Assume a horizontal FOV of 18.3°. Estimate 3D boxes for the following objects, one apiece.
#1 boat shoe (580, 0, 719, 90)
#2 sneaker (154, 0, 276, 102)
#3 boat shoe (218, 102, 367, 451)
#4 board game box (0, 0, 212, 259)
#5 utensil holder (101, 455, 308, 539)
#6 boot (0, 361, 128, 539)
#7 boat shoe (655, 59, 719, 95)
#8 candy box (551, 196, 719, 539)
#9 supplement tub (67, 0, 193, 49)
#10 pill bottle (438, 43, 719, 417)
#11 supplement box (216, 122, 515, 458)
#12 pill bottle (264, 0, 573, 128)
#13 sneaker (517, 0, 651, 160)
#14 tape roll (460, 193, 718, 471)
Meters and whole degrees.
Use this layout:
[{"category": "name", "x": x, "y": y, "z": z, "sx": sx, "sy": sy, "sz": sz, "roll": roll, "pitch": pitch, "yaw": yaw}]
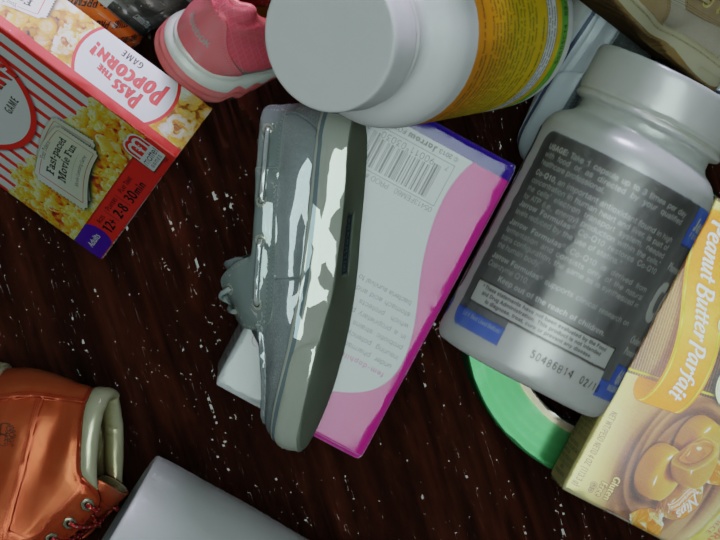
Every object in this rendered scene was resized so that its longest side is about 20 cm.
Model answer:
[{"category": "boat shoe", "x": 0.167, "y": -0.173, "z": 1.295, "sx": 0.074, "sy": 0.200, "sz": 0.069, "roll": 36, "pitch": 95, "yaw": 36}, {"category": "sneaker", "x": -0.024, "y": -0.156, "z": 1.324, "sx": 0.200, "sy": 0.087, "sz": 0.074, "roll": -23, "pitch": 77, "yaw": -40}, {"category": "boat shoe", "x": -0.043, "y": 0.001, "z": 1.291, "sx": 0.071, "sy": 0.070, "sz": 0.202, "roll": 9, "pitch": 94, "yaw": 14}, {"category": "board game box", "x": -0.201, "y": -0.109, "z": 1.325, "sx": 0.200, "sy": 0.152, "sz": 0.046, "roll": 36, "pitch": 57, "yaw": -5}, {"category": "utensil holder", "x": -0.078, "y": 0.228, "z": 1.350, "sx": 0.200, "sy": 0.170, "sz": 0.170, "roll": 32, "pitch": 92, "yaw": -4}, {"category": "boot", "x": -0.197, "y": 0.160, "z": 1.371, "sx": 0.107, "sy": 0.075, "sz": 0.201, "roll": 5, "pitch": 94, "yaw": 12}, {"category": "boat shoe", "x": 0.281, "y": -0.114, "z": 1.392, "sx": 0.199, "sy": 0.074, "sz": 0.067, "roll": 7, "pitch": 97, "yaw": -4}, {"category": "candy box", "x": 0.215, "y": 0.068, "z": 1.364, "sx": 0.115, "sy": 0.055, "sz": 0.200, "roll": 28, "pitch": 91, "yaw": -6}, {"category": "supplement tub", "x": -0.114, "y": -0.234, "z": 1.334, "sx": 0.122, "sy": 0.123, "sz": 0.200, "roll": 39, "pitch": 90, "yaw": -6}, {"category": "pill bottle", "x": 0.139, "y": -0.025, "z": 1.323, "sx": 0.114, "sy": 0.114, "sz": 0.200, "roll": 27, "pitch": 92, "yaw": -5}, {"category": "supplement box", "x": 0.000, "y": 0.000, "z": 1.369, "sx": 0.101, "sy": 0.103, "sz": 0.200, "roll": 29, "pitch": 91, "yaw": -5}, {"category": "pill bottle", "x": 0.032, "y": -0.139, "z": 1.263, "sx": 0.111, "sy": 0.200, "sz": 0.112, "roll": 6, "pitch": 101, "yaw": 29}, {"category": "sneaker", "x": 0.145, "y": -0.159, "z": 1.390, "sx": 0.071, "sy": 0.073, "sz": 0.200, "roll": 36, "pitch": 105, "yaw": 33}, {"category": "tape roll", "x": 0.162, "y": 0.033, "z": 1.410, "sx": 0.200, "sy": 0.048, "sz": 0.201, "roll": 0, "pitch": 94, "yaw": -3}]
